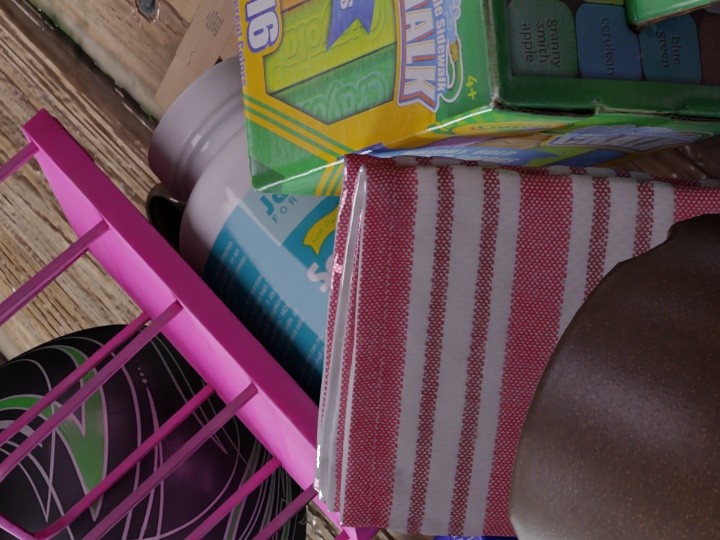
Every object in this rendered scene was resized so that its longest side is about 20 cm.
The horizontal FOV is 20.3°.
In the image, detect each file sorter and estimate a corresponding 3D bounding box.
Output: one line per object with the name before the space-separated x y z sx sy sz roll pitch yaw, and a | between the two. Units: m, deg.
file sorter | -0.105 0.065 0.845 0.200 0.125 0.139 46 169 15

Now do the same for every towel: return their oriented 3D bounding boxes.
towel | 0.086 0.029 0.714 0.030 0.198 0.148 -95 9 -61

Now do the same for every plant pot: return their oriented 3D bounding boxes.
plant pot | 0.162 0.081 0.592 0.198 0.199 0.202 26 124 44

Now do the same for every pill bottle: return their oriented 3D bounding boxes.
pill bottle | 0.000 0.000 0.832 0.200 0.110 0.111 45 137 19

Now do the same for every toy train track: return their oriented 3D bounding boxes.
toy train track | -0.032 -0.089 0.930 0.200 0.032 0.115 48 127 21

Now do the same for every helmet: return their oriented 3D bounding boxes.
helmet | -0.119 0.126 0.997 0.189 0.199 0.202 -3 102 39

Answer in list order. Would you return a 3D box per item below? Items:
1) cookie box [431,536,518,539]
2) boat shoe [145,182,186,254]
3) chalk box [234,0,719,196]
cookie box | 0.062 0.200 0.886 0.172 0.075 0.200 62 144 10
boat shoe | -0.041 0.037 0.955 0.203 0.074 0.075 58 142 19
chalk box | 0.056 -0.103 0.704 0.199 0.123 0.126 -17 76 55
